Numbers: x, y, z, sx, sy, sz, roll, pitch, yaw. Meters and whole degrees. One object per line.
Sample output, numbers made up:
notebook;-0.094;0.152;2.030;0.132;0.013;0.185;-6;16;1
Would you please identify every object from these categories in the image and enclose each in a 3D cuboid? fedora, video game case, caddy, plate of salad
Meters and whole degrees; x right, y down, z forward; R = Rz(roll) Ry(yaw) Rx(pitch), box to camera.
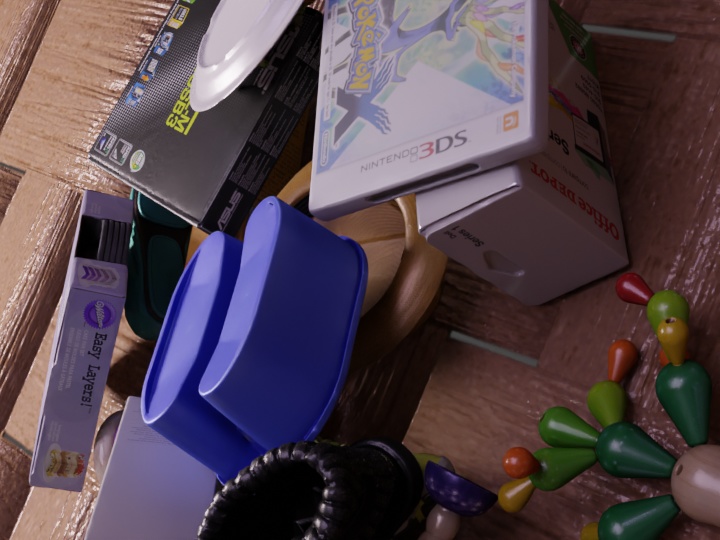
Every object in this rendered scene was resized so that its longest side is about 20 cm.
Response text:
fedora;0.000;0.000;1.008;0.199;0.082;0.203;-18;59;33
video game case;0.044;-0.147;0.871;0.181;0.022;0.203;-16;60;38
caddy;-0.063;0.051;0.906;0.141;0.105;0.202;-27;39;42
plate of salad;-0.068;-0.205;1.033;0.200;0.048;0.201;-44;28;30

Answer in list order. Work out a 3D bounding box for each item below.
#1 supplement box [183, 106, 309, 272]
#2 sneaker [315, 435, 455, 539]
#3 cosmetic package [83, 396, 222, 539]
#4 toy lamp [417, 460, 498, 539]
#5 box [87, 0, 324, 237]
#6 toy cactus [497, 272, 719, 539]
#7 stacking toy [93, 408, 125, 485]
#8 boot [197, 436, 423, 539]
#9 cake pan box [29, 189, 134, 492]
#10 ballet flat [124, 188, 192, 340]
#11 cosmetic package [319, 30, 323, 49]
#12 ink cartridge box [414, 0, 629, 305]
supplement box;-0.096;-0.072;1.143;0.066;0.069;0.203;-7;68;38
sneaker;-0.023;0.153;0.945;0.198;0.077;0.075;-16;15;35
cosmetic package;-0.143;0.185;0.931;0.200;0.084;0.109;-90;10;-69
toy lamp;0.025;0.224;0.836;0.058;0.058;0.202;22;84;46
box;-0.127;-0.146;1.129;0.192;0.047;0.201;30;90;47
toy cactus;0.176;0.109;0.798;0.164;0.102;0.202;20;76;36
stacking toy;-0.117;0.137;1.060;0.198;0.085;0.086;-16;60;31
boot;-0.053;0.190;0.831;0.079;0.158;0.213;34;100;19
cake pan box;-0.235;0.053;1.126;0.185;0.052;0.202;-108;32;-62
ballet flat;-0.189;-0.026;1.211;0.070;0.067;0.202;-36;47;43
cosmetic package;0.047;-0.256;1.043;0.073;0.103;0.203;21;99;45
ink cartridge box;0.104;-0.098;0.912;0.083;0.144;0.202;-24;56;32
